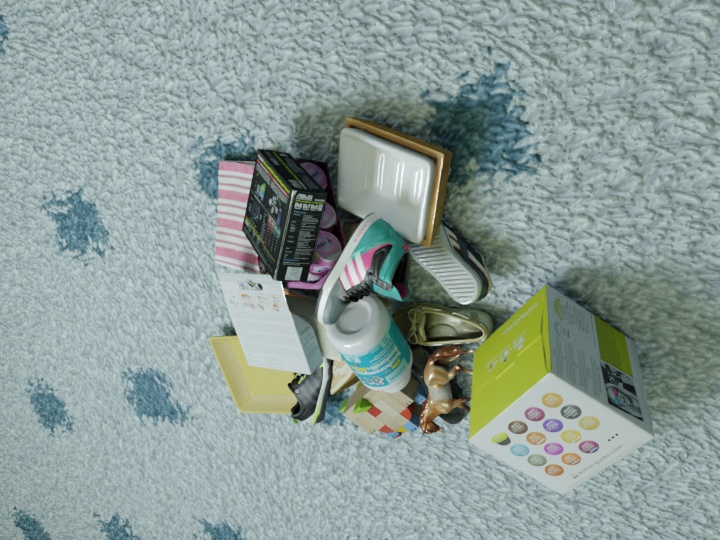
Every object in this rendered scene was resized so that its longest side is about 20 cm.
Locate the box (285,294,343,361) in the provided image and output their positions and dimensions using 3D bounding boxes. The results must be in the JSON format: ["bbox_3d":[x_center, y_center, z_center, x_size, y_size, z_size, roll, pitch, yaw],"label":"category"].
[{"bbox_3d":[-0.101,0.104,1.309,0.197,0.068,0.084,12,115,30],"label":"box"}]

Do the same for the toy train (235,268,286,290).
[{"bbox_3d":[-0.159,-0.028,1.338,0.114,0.086,0.200,41,129,-10],"label":"toy train"}]

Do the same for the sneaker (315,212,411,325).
[{"bbox_3d":[0.017,0.025,1.110,0.120,0.083,0.202,35,107,22],"label":"sneaker"}]

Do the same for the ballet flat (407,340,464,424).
[{"bbox_3d":[0.147,0.211,1.336,0.066,0.057,0.202,-27,109,8],"label":"ballet flat"}]

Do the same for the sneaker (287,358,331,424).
[{"bbox_3d":[-0.108,0.230,1.427,0.081,0.072,0.204,3,108,-12],"label":"sneaker"}]

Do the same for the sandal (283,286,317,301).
[{"bbox_3d":[-0.098,0.097,1.385,0.204,0.059,0.080,18,124,18],"label":"sandal"}]

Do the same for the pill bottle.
[{"bbox_3d":[0.025,0.136,1.220,0.109,0.112,0.201,-1,144,28],"label":"pill bottle"}]

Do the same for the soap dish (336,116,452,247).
[{"bbox_3d":[0.054,-0.149,1.126,0.198,0.081,0.160,28,128,32],"label":"soap dish"}]

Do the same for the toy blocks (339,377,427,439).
[{"bbox_3d":[0.063,0.273,1.390,0.136,0.101,0.200,36,129,-9],"label":"toy blocks"}]

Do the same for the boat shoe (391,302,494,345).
[{"bbox_3d":[0.137,0.101,1.247,0.197,0.063,0.075,5,98,24],"label":"boat shoe"}]

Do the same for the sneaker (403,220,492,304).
[{"bbox_3d":[0.146,-0.027,1.181,0.079,0.079,0.201,-48,65,31],"label":"sneaker"}]

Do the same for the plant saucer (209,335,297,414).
[{"bbox_3d":[-0.213,0.217,1.523,0.197,0.048,0.203,-5,114,31],"label":"plant saucer"}]

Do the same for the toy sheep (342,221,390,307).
[{"bbox_3d":[0.000,0.000,1.238,0.136,0.138,0.203,15,129,20],"label":"toy sheep"}]

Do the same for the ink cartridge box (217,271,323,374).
[{"bbox_3d":[-0.164,0.087,1.260,0.158,0.047,0.203,3,118,36],"label":"ink cartridge box"}]

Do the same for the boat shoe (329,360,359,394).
[{"bbox_3d":[-0.019,0.180,1.391,0.070,0.073,0.201,56,139,18],"label":"boat shoe"}]

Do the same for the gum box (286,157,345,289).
[{"bbox_3d":[-0.089,-0.075,1.196,0.114,0.065,0.203,-48,46,48],"label":"gum box"}]

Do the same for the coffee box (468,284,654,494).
[{"bbox_3d":[0.307,0.188,1.104,0.196,0.201,0.200,30,128,-11],"label":"coffee box"}]

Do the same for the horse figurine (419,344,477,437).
[{"bbox_3d":[0.163,0.211,1.275,0.130,0.050,0.203,-6,119,10],"label":"horse figurine"}]

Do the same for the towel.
[{"bbox_3d":[-0.225,-0.101,1.295,0.145,0.030,0.204,11,100,43],"label":"towel"}]

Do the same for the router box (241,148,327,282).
[{"bbox_3d":[-0.129,-0.094,1.134,0.200,0.061,0.152,49,130,53],"label":"router box"}]
